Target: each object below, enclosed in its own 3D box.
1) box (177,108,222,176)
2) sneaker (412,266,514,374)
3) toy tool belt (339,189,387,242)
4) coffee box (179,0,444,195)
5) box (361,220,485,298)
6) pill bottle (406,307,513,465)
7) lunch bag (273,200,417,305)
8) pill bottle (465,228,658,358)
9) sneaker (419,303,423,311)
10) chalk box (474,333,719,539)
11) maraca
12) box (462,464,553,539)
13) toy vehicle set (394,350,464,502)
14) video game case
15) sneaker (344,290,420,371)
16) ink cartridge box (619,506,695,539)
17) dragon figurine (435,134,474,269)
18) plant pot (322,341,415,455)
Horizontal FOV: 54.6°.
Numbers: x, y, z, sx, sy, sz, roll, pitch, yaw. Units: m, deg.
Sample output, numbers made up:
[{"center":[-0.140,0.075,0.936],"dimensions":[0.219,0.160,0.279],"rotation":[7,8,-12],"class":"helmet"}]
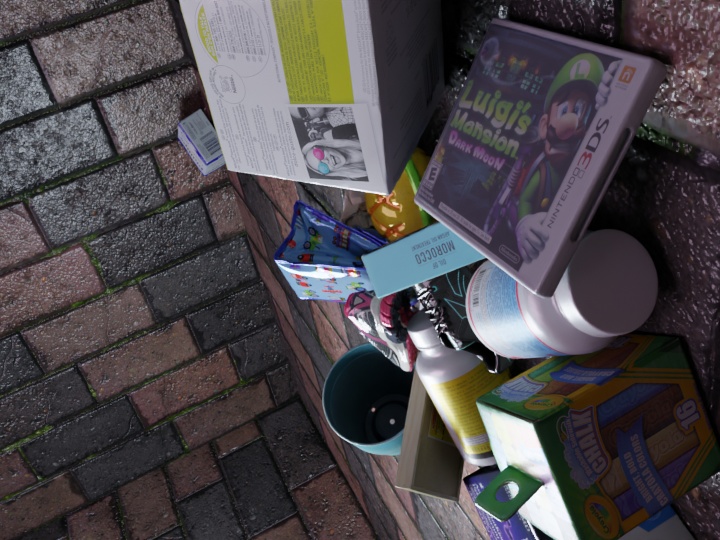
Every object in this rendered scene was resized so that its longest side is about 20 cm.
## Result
[{"center":[-0.591,-0.474,2.613],"dimensions":[0.186,0.104,0.200],"rotation":[55,164,-2],"class":"box"},{"center":[0.110,0.041,0.814],"dimensions":[0.198,0.080,0.075],"rotation":[35,159,-2],"class":"sneaker"},{"center":[0.032,-0.029,1.075],"dimensions":[0.124,0.122,0.203],"rotation":[-117,12,-47],"class":"toy tool belt"},{"center":[-0.035,-0.230,0.707],"dimensions":[0.193,0.201,0.203],"rotation":[10,137,20],"class":"coffee box"},{"center":[0.100,-0.033,0.701],"dimensions":[0.198,0.082,0.050],"rotation":[-23,91,40],"class":"box"},{"center":[0.139,0.141,0.909],"dimensions":[0.203,0.110,0.111],"rotation":[61,167,-14],"class":"pill bottle"},{"center":[0.000,0.000,0.955],"dimensions":[0.196,0.096,0.151],"rotation":[16,162,14],"class":"lunch bag"},{"center":[0.179,0.023,0.642],"dimensions":[0.111,0.107,0.200],"rotation":[66,166,3],"class":"pill bottle"},{"center":[0.113,0.055,1.011],"dimensions":[0.202,0.073,0.088],"rotation":[93,156,-57],"class":"sneaker"},{"center":[0.189,0.153,0.618],"dimensions":[0.126,0.197,0.124],"rotation":[67,165,-5],"class":"chalk box"},{"center":[0.054,-0.113,0.891],"dimensions":[0.137,0.105,0.204],"rotation":[-140,31,-64],"class":"maraca"},{"center":[0.229,0.307,0.898],"dimensions":[0.150,0.103,0.201],"rotation":[63,166,16],"class":"box"},{"center":[0.111,0.211,0.979],"dimensions":[0.026,0.204,0.123],"rotation":[-4,155,40],"class":"toy vehicle set"},{"center":[0.132,-0.104,0.579],"dimensions":[0.200,0.023,0.185],"rotation":[46,117,54],"class":"video game case"},{"center":[0.039,0.075,0.953],"dimensions":[0.201,0.073,0.082],"rotation":[61,-139,-58],"class":"sneaker"},{"center":[0.292,0.327,0.674],"dimensions":[0.202,0.114,0.068],"rotation":[58,163,29],"class":"ink cartridge box"},{"center":[0.120,-0.082,0.793],"dimensions":[0.100,0.058,0.201],"rotation":[59,164,28],"class":"dragon figurine"},{"center":[0.047,0.272,1.374],"dimensions":[0.201,0.198,0.189],"rotation":[56,178,34],"class":"plant pot"}]
